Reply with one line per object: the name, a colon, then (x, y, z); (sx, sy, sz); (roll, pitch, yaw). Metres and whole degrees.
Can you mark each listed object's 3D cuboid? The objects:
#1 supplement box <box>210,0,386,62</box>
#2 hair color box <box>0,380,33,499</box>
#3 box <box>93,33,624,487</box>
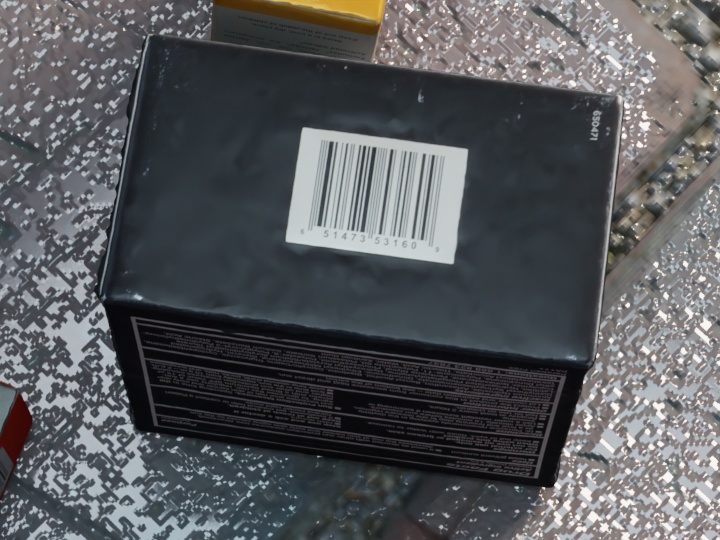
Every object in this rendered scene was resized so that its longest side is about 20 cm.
supplement box: (-0.024, -0.134, 1.265); (0.073, 0.200, 0.127); (10, 72, -1)
hair color box: (-0.256, 0.070, 1.275); (0.199, 0.061, 0.102); (19, 75, 6)
box: (0.000, 0.000, 1.227); (0.198, 0.199, 0.124); (8, 71, 2)
